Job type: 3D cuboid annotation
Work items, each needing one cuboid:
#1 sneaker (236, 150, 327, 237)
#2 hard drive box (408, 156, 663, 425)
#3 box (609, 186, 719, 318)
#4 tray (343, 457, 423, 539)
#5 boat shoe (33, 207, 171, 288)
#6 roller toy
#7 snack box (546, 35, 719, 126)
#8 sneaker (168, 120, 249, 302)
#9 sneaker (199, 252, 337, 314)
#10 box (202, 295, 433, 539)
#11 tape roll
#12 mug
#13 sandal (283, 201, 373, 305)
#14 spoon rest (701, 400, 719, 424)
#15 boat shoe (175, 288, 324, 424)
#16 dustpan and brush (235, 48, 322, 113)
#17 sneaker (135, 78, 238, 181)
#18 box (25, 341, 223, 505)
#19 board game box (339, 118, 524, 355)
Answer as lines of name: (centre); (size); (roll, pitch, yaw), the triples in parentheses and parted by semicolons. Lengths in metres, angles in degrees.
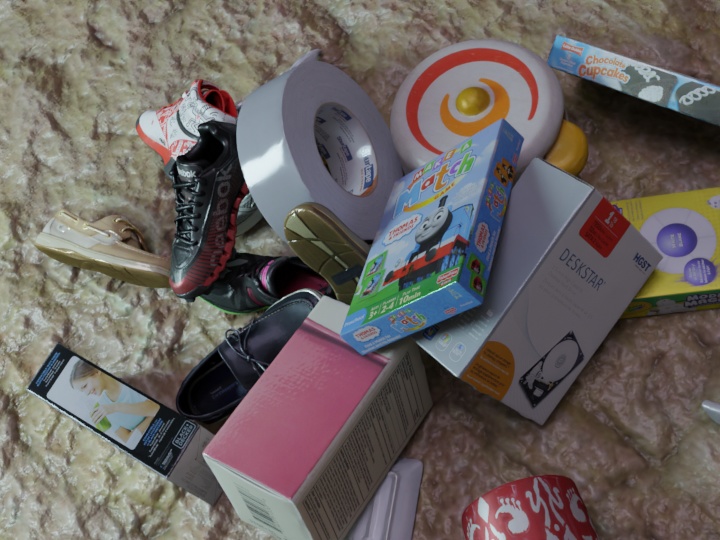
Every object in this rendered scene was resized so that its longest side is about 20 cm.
sneaker: (-0.124, -0.112, 1.178); (0.200, 0.082, 0.078); (-41, 73, -5)
hard drive box: (0.163, 0.023, 0.948); (0.200, 0.156, 0.077); (-56, 45, 3)
box: (0.304, -0.018, 1.026); (0.199, 0.048, 0.118); (-9, 61, 14)
tray: (-0.008, 0.269, 0.981); (0.107, 0.022, 0.201); (3, 64, 17)
boat shoe: (-0.291, -0.033, 1.198); (0.199, 0.074, 0.069); (15, 74, 24)
roller toy: (0.129, -0.142, 1.090); (0.182, 0.140, 0.201); (-23, 59, 4)
snack box: (0.306, -0.196, 1.080); (0.199, 0.116, 0.037); (27, 107, 27)
sneaker: (-0.167, -0.069, 1.089); (0.071, 0.098, 0.201); (16, 83, 39)
sneaker: (-0.095, 0.008, 1.111); (0.199, 0.084, 0.077); (6, 64, 20)
box: (-0.034, 0.147, 0.969); (0.109, 0.128, 0.200); (20, 57, 29)
tape roll: (-0.038, -0.116, 1.087); (0.066, 0.200, 0.201); (-23, 55, 34)
mug: (0.142, 0.287, 0.857); (0.176, 0.134, 0.201); (-7, 55, -12)
sandal: (0.000, 0.000, 1.030); (0.080, 0.200, 0.054); (-20, 32, 34)
spoon rest: (0.391, 0.060, 0.937); (0.061, 0.099, 0.200); (28, 81, 50)
boat shoe: (-0.110, 0.092, 1.049); (0.200, 0.062, 0.075); (-38, 77, 16)
dustpan and brush: (-0.097, -0.210, 1.230); (0.200, 0.139, 0.057); (-37, 94, -40)
sneaker: (-0.199, -0.176, 1.207); (0.108, 0.067, 0.201); (-60, 33, 13)
box: (-0.230, 0.157, 1.056); (0.199, 0.117, 0.060); (25, 75, 25)
board game box: (0.066, -0.031, 0.935); (0.151, 0.037, 0.201); (-28, 31, 43)
